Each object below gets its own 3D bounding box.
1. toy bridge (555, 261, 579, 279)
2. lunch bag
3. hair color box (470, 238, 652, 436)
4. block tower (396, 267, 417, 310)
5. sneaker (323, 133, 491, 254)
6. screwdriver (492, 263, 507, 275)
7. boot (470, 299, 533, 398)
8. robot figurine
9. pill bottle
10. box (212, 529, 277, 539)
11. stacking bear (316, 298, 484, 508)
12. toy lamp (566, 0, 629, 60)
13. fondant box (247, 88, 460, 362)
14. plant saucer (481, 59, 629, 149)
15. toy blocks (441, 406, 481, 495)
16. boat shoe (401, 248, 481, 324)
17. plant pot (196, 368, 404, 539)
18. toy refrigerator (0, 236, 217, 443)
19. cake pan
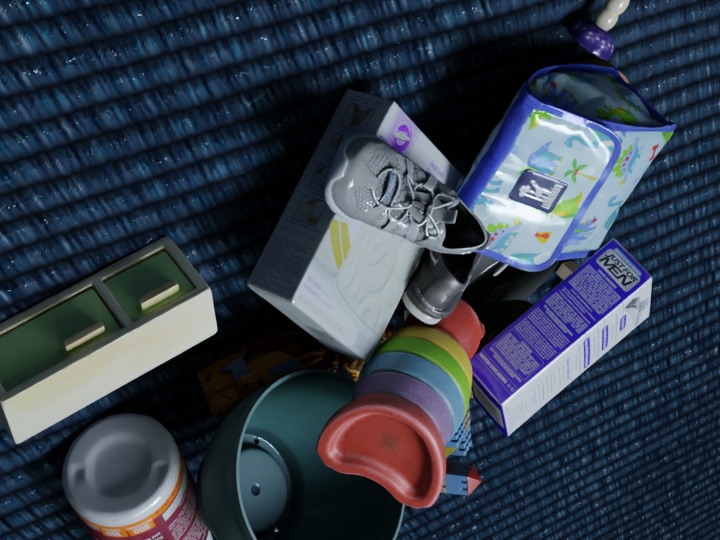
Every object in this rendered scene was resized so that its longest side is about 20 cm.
[{"bbox_3d":[0.216,0.088,1.843,0.027,0.067,0.201,-4,132,-53],"label":"toy bridge"},{"bbox_3d":[0.178,-0.098,1.466,0.199,0.128,0.171,-3,132,-46],"label":"lunch bag"},{"bbox_3d":[0.201,0.068,1.566,0.200,0.065,0.109,-38,157,-8],"label":"hair color box"},{"bbox_3d":[0.000,0.000,1.505,0.199,0.058,0.054,14,93,-55],"label":"block tower"},{"bbox_3d":[0.045,-0.063,1.323,0.199,0.082,0.075,19,90,-53],"label":"sneaker"},{"bbox_3d":[0.195,-0.045,1.590,0.200,0.029,0.028,-46,172,-38],"label":"screwdriver"},{"bbox_3d":[0.167,0.088,1.740,0.175,0.066,0.199,-36,163,26],"label":"boot"},{"bbox_3d":[-0.055,0.103,1.544,0.199,0.059,0.145,-21,146,-1],"label":"robot figurine"},{"bbox_3d":[-0.210,0.235,1.513,0.114,0.114,0.201,-33,146,-13],"label":"pill bottle"},{"bbox_3d":[-0.104,0.335,1.808,0.199,0.048,0.159,8,122,-51],"label":"box"},{"bbox_3d":[0.056,0.101,1.455,0.200,0.121,0.114,-60,173,-46],"label":"stacking bear"},{"bbox_3d":[0.271,-0.296,1.463,0.058,0.058,0.201,8,124,-51],"label":"toy lamp"},{"bbox_3d":[-0.002,-0.038,1.391,0.144,0.058,0.201,40,72,-52],"label":"fondant box"},{"bbox_3d":[0.194,-0.133,1.594,0.199,0.032,0.201,-29,146,-21],"label":"plant saucer"},{"bbox_3d":[0.057,0.170,1.656,0.100,0.136,0.202,-51,140,-57],"label":"toy blocks"},{"bbox_3d":[0.091,-0.022,1.490,0.057,0.067,0.200,-43,-166,32],"label":"boat shoe"},{"bbox_3d":[-0.074,0.205,1.477,0.199,0.202,0.134,-9,174,-41],"label":"plant pot"},{"bbox_3d":[-0.227,0.055,1.319,0.199,0.076,0.070,-29,146,-20],"label":"toy refrigerator"},{"bbox_3d":[0.138,0.009,1.656,0.199,0.037,0.201,-30,159,-13],"label":"cake pan"}]
